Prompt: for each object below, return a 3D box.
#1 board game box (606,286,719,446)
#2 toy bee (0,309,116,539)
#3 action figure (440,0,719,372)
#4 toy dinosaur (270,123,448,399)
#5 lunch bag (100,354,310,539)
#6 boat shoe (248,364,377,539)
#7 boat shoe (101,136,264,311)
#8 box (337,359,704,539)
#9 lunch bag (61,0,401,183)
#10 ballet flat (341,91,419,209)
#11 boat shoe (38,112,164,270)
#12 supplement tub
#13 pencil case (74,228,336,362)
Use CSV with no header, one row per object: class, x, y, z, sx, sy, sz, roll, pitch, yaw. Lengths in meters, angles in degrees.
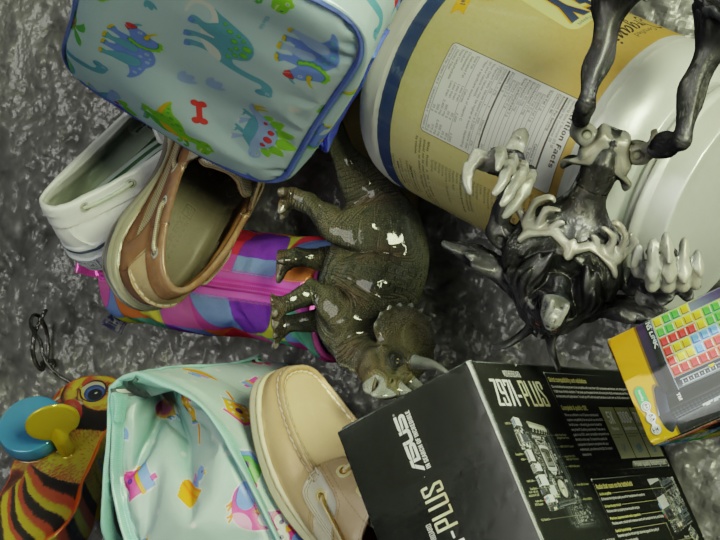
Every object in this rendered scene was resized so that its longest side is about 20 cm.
board game box,0.231,0.023,0.694,0.165,0.200,0.057,-30,73,27
toy bee,-0.191,0.112,1.016,0.108,0.131,0.201,-4,72,8
action figure,0.105,-0.035,0.678,0.119,0.102,0.201,21,110,8
toy dinosaur,0.000,0.000,0.865,0.102,0.077,0.201,3,58,0
lunch bag,-0.059,0.143,0.886,0.122,0.170,0.200,-38,72,24
boat shoe,0.010,0.131,0.794,0.069,0.074,0.200,-42,72,40
boat shoe,-0.085,-0.064,0.909,0.072,0.076,0.201,0,64,55
box,0.099,0.139,0.769,0.086,0.200,0.164,-31,70,27
lunch bag,-0.068,-0.135,0.787,0.160,0.200,0.083,29,63,-5
ballet flat,0.003,-0.121,0.937,0.063,0.069,0.200,-31,71,12
boat shoe,-0.123,-0.087,0.962,0.073,0.067,0.200,28,70,38
supplement tub,0.114,-0.076,0.812,0.200,0.144,0.145,31,102,31
pencil case,-0.086,0.008,0.969,0.199,0.088,0.089,6,89,32
